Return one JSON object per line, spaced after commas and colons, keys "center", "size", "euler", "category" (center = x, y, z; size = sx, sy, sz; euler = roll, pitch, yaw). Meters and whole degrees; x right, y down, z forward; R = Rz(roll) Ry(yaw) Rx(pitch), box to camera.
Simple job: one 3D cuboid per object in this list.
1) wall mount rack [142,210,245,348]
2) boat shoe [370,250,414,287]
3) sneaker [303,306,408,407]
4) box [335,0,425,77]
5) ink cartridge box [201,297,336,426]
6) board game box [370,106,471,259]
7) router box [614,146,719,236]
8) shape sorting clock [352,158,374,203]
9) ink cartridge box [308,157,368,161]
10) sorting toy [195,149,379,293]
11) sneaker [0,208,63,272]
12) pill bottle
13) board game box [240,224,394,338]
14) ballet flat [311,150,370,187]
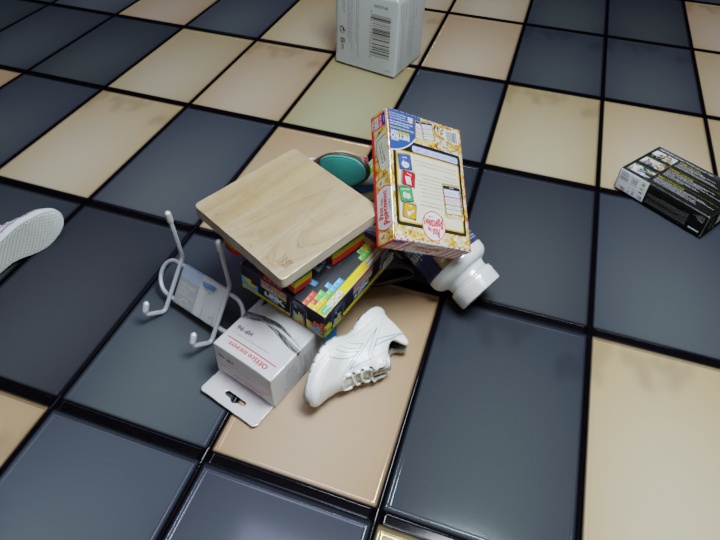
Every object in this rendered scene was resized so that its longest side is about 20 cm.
{"center": [-0.262, 0.014, 0.912], "size": [0.197, 0.177, 0.074], "euler": [26, 12, 26], "category": "wall mount rack"}
{"center": [0.000, 0.000, 1.000], "size": [0.196, 0.073, 0.065], "euler": [-9, 40, -18], "category": "boat shoe"}
{"center": [-0.004, 0.133, 0.868], "size": [0.086, 0.075, 0.199], "euler": [35, 54, 23], "category": "sneaker"}
{"center": [0.053, -0.666, 1.574], "size": [0.197, 0.202, 0.172], "euler": [24, 48, 21], "category": "box"}
{"center": [-0.136, 0.118, 0.879], "size": [0.115, 0.069, 0.200], "euler": [26, 50, 22], "category": "ink cartridge box"}
{"center": [0.091, -0.129, 0.886], "size": [0.149, 0.046, 0.205], "euler": [8, 72, -33], "category": "board game box"}
{"center": [0.647, -0.166, 1.193], "size": [0.147, 0.052, 0.200], "euler": [-26, 51, -27], "category": "router box"}
{"center": [0.058, -0.169, 1.024], "size": [0.196, 0.040, 0.201], "euler": [-20, 29, 11], "category": "shape sorting clock"}
{"center": [-0.066, -0.122, 1.110], "size": [0.171, 0.085, 0.203], "euler": [-2, 45, -2], "category": "ink cartridge box"}
{"center": [-0.106, -0.069, 0.879], "size": [0.198, 0.070, 0.199], "euler": [37, 55, 26], "category": "sorting toy"}
{"center": [-0.644, -0.064, 1.049], "size": [0.113, 0.074, 0.200], "euler": [27, 50, 28], "category": "sneaker"}
{"center": [0.136, -0.038, 0.981], "size": [0.110, 0.111, 0.201], "euler": [-34, 78, -31], "category": "pill bottle"}
{"center": [-0.062, -0.015, 0.919], "size": [0.163, 0.057, 0.200], "euler": [29, 53, 18], "category": "board game box"}
{"center": [-0.055, -0.178, 1.022], "size": [0.197, 0.069, 0.067], "euler": [-2, 31, 36], "category": "ballet flat"}
